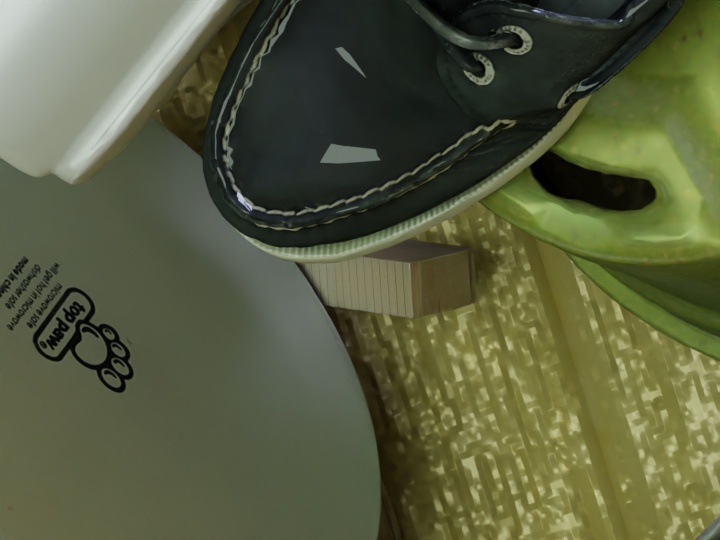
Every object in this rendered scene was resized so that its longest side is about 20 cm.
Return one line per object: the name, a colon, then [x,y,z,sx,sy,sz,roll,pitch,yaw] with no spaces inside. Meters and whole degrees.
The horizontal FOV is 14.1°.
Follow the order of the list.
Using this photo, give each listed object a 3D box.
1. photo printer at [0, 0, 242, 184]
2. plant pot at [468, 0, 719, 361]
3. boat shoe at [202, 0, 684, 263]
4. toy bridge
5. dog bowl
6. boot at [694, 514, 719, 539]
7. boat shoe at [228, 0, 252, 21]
photo printer: [-0.025,-0.122,0.666,0.069,0.166,0.200,38,99,-9]
plant pot: [0.094,-0.067,0.696,0.200,0.184,0.201,1,92,22]
boat shoe: [0.035,-0.073,0.585,0.199,0.066,0.075,-35,78,19]
toy bridge: [0.000,0.000,0.806,0.067,0.027,0.201,7,105,47]
dog bowl: [-0.093,0.036,0.741,0.079,0.200,0.200,-43,76,32]
boot: [0.111,0.125,0.683,0.073,0.200,0.182,32,101,25]
boat shoe: [-0.020,-0.136,0.805,0.200,0.065,0.074,-45,67,-5]
